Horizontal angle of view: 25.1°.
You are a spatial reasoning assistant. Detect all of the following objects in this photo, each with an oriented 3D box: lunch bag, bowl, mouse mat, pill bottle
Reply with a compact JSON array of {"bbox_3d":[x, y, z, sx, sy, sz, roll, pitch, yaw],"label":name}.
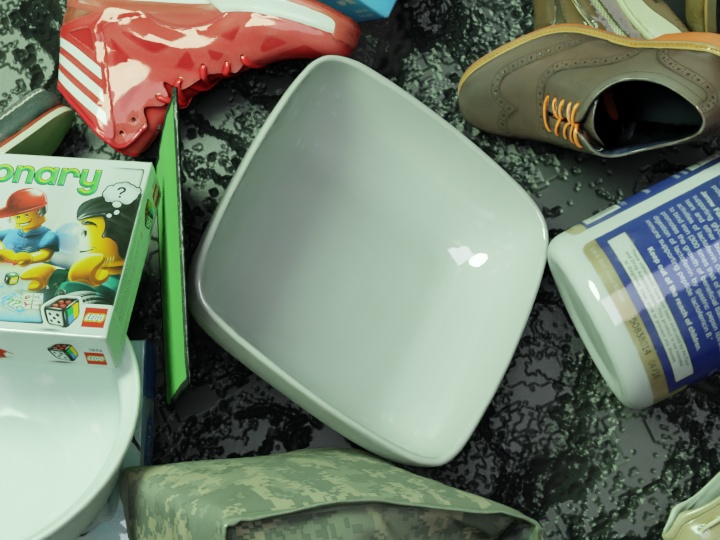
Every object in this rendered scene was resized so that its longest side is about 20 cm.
[{"bbox_3d":[-0.015,0.161,0.893,0.198,0.164,0.119,-4,95,-28],"label":"lunch bag"},{"bbox_3d":[-0.218,0.103,0.925,0.198,0.091,0.203,-2,53,3],"label":"bowl"},{"bbox_3d":[0.000,0.000,0.955,0.199,0.075,0.201,36,62,-15],"label":"bowl"},{"bbox_3d":[-0.110,-0.005,0.941,0.007,0.200,0.163,-2,81,-9],"label":"mouse mat"},{"bbox_3d":[0.221,-0.011,0.958,0.198,0.116,0.117,-27,80,0],"label":"pill bottle"}]

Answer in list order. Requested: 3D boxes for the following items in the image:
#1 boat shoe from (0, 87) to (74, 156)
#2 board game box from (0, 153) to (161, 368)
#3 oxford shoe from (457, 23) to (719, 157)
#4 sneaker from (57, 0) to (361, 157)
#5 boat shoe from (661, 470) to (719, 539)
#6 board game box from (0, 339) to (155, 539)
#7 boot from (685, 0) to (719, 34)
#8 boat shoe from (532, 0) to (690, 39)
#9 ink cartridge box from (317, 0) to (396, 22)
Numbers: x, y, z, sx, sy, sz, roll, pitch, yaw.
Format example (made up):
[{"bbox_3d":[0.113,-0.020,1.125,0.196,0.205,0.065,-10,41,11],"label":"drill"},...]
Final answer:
[{"bbox_3d":[-0.273,-0.057,1.027,0.199,0.071,0.063,-37,78,2],"label":"boat shoe"},{"bbox_3d":[-0.225,-0.010,0.933,0.197,0.035,0.127,3,53,7],"label":"board game box"},{"bbox_3d":[0.132,-0.104,0.962,0.198,0.072,0.072,-1,116,39],"label":"oxford shoe"},{"bbox_3d":[-0.101,-0.123,1.030,0.198,0.078,0.117,10,90,18],"label":"sneaker"},{"bbox_3d":[0.260,0.106,0.959,0.068,0.075,0.201,39,86,3],"label":"boat shoe"},{"bbox_3d":[-0.229,0.145,1.002,0.197,0.043,0.202,0,79,4],"label":"board game box"},{"bbox_3d":[0.204,-0.234,1.028,0.075,0.074,0.203,-6,76,22],"label":"boot"},{"bbox_3d":[0.135,-0.171,1.012,0.075,0.075,0.203,-40,81,3],"label":"boat shoe"},{"bbox_3d":[-0.047,-0.254,0.994,0.199,0.067,0.117,30,84,-24],"label":"ink cartridge box"}]
